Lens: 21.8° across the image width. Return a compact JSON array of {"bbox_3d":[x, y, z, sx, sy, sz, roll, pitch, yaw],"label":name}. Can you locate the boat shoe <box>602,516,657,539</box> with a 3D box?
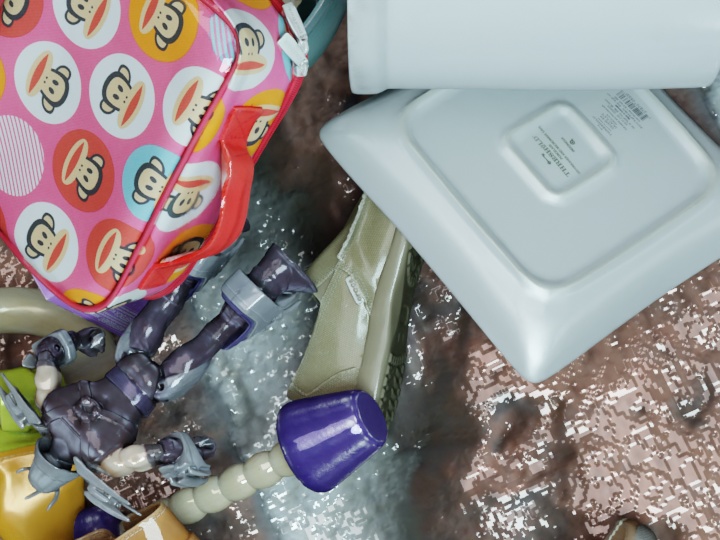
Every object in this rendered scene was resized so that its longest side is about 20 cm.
[{"bbox_3d":[0.089,0.214,1.040,0.072,0.076,0.200,37,86,21],"label":"boat shoe"}]

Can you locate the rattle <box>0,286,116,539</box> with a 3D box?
[{"bbox_3d":[-0.238,0.069,1.178,0.200,0.143,0.130,25,52,33],"label":"rattle"}]

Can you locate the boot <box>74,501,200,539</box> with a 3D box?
[{"bbox_3d":[-0.074,0.195,1.054,0.200,0.074,0.155,-25,100,11],"label":"boot"}]

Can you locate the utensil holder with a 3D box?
[{"bbox_3d":[0.095,-0.180,1.026,0.200,0.170,0.170,2,78,1],"label":"utensil holder"}]

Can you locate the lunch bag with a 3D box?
[{"bbox_3d":[-0.119,-0.081,0.973,0.176,0.082,0.200,45,120,21],"label":"lunch bag"}]

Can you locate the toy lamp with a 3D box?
[{"bbox_3d":[-0.076,0.124,1.085,0.200,0.058,0.058,-26,72,21],"label":"toy lamp"}]

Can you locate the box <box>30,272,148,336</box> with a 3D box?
[{"bbox_3d":[-0.196,-0.058,1.139,0.039,0.137,0.200,-34,71,5],"label":"box"}]

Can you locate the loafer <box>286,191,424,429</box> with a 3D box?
[{"bbox_3d":[0.000,0.000,1.109,0.067,0.076,0.200,9,80,9],"label":"loafer"}]

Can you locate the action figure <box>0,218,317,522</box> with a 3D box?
[{"bbox_3d":[-0.118,0.057,1.051,0.130,0.069,0.200,42,86,12],"label":"action figure"}]

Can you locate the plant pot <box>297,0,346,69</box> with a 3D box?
[{"bbox_3d":[-0.089,-0.181,1.142,0.200,0.134,0.200,-3,76,13],"label":"plant pot"}]

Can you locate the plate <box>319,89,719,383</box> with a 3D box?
[{"bbox_3d":[0.112,-0.062,1.076,0.200,0.032,0.200,-32,70,-23],"label":"plate"}]

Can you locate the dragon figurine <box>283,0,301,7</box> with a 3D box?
[{"bbox_3d":[-0.089,-0.171,1.038,0.099,0.059,0.200,-9,75,12],"label":"dragon figurine"}]
